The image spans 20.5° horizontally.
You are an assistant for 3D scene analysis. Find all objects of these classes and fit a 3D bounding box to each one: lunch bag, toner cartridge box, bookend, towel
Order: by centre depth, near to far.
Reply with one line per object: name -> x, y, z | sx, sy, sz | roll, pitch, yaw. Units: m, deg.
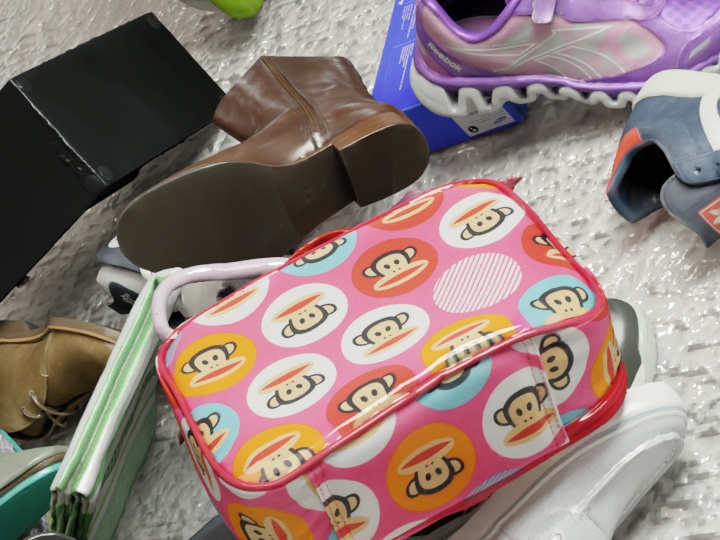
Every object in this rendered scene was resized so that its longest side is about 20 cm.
lunch bag -> 0.006, 0.038, 0.925 | 0.199, 0.082, 0.176 | -27, 36, -8
towel -> -0.136, 0.101, 1.106 | 0.200, 0.023, 0.153 | 105, -176, -60
toner cartridge box -> 0.069, -0.167, 1.246 | 0.094, 0.043, 0.201 | -15, 46, 35
bookend -> -0.214, -0.058, 1.351 | 0.200, 0.092, 0.199 | -43, 0, 28

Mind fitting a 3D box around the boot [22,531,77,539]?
boot -> -0.132, 0.211, 1.034 | 0.069, 0.200, 0.174 | -38, 0, -22

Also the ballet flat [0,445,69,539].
ballet flat -> -0.237, 0.150, 1.144 | 0.200, 0.067, 0.064 | -50, 66, 28

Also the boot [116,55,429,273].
boot -> -0.068, -0.071, 1.161 | 0.185, 0.065, 0.200 | -16, 25, -11

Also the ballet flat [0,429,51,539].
ballet flat -> -0.246, 0.108, 1.225 | 0.072, 0.072, 0.200 | -44, 59, 2

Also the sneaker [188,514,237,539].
sneaker -> -0.061, 0.164, 0.982 | 0.087, 0.075, 0.200 | -35, 4, -3

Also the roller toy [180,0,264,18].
roller toy -> -0.106, -0.296, 1.427 | 0.139, 0.201, 0.183 | -32, 18, 18

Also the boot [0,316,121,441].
boot -> -0.184, 0.072, 1.258 | 0.199, 0.073, 0.076 | -9, 61, 55

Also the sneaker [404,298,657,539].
sneaker -> 0.057, 0.077, 0.982 | 0.200, 0.088, 0.076 | -41, 34, 4

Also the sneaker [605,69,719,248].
sneaker -> 0.200, -0.052, 0.976 | 0.199, 0.075, 0.085 | -2, 52, 57

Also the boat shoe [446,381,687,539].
boat shoe -> 0.083, 0.137, 0.920 | 0.200, 0.072, 0.069 | -39, 56, -1

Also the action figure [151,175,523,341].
action figure -> 0.000, 0.000, 1.060 | 0.199, 0.149, 0.134 | -35, 36, 6

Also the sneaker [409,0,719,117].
sneaker -> 0.115, -0.142, 1.102 | 0.198, 0.089, 0.081 | -6, 49, 15

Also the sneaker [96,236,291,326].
sneaker -> -0.106, 0.015, 1.218 | 0.129, 0.079, 0.200 | -31, 38, 23
